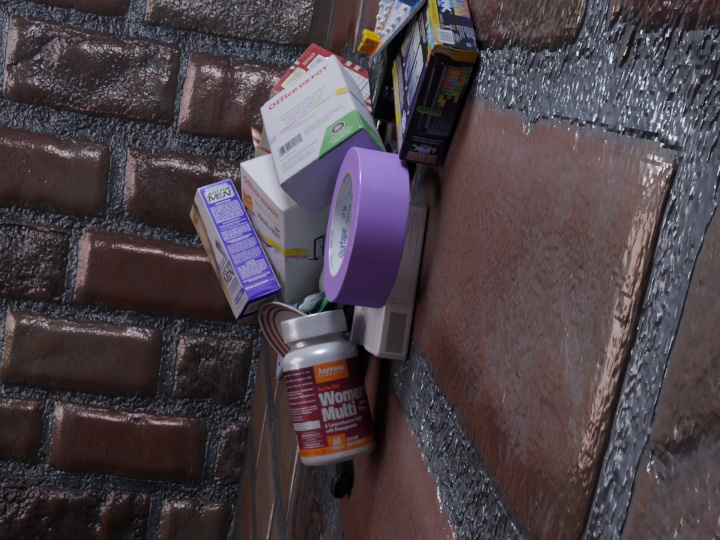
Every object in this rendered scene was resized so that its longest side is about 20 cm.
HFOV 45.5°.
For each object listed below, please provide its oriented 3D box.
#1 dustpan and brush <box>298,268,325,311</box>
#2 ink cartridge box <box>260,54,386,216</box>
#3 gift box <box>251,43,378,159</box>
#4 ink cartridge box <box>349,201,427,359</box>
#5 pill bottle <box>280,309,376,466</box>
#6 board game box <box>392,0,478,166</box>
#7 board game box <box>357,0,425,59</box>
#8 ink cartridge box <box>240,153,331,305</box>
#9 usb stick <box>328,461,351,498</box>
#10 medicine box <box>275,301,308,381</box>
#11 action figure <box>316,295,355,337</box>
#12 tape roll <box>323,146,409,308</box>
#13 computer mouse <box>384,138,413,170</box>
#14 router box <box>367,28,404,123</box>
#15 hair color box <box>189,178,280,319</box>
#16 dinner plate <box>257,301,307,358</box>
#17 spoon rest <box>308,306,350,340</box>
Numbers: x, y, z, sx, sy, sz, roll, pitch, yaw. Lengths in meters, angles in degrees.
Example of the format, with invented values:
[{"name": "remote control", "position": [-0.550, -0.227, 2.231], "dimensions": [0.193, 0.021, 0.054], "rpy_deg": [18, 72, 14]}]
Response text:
[{"name": "dustpan and brush", "position": [-0.036, 0.021, 1.340], "dimensions": [0.057, 0.200, 0.140], "rpy_deg": [37, 127, 31]}, {"name": "ink cartridge box", "position": [-0.056, -0.201, 1.260], "dimensions": [0.145, 0.084, 0.200], "rpy_deg": [-33, 43, 14]}, {"name": "gift box", "position": [-0.076, -0.258, 1.482], "dimensions": [0.185, 0.199, 0.187], "rpy_deg": [-52, -11, -40]}, {"name": "ink cartridge box", "position": [0.036, 0.011, 1.168], "dimensions": [0.176, 0.044, 0.201], "rpy_deg": [-174, 92, -79]}, {"name": "pill bottle", "position": [-0.048, 0.161, 1.193], "dimensions": [0.110, 0.109, 0.201], "rpy_deg": [149, 110, -77]}, {"name": "board game box", "position": [0.087, -0.257, 1.064], "dimensions": [0.201, 0.056, 0.166], "rpy_deg": [-91, 12, -44]}, {"name": "board game box", "position": [0.056, -0.401, 1.114], "dimensions": [0.200, 0.026, 0.201], "rpy_deg": [158, 126, -71]}, {"name": "ink cartridge box", "position": [-0.096, -0.078, 1.380], "dimensions": [0.147, 0.144, 0.201], "rpy_deg": [47, 147, 37]}, {"name": "usb stick", "position": [-0.039, 0.285, 1.406], "dimensions": [0.200, 0.032, 0.056], "rpy_deg": [-99, 21, -58]}, {"name": "medicine box", "position": [-0.094, 0.107, 1.655], "dimensions": [0.200, 0.102, 0.183], "rpy_deg": [123, 153, -65]}, {"name": "action figure", "position": [0.000, 0.000, 1.295], "dimensions": [0.118, 0.055, 0.201], "rpy_deg": [23, -92, -63]}, {"name": "tape roll", "position": [0.004, -0.054, 1.105], "dimensions": [0.200, 0.065, 0.201], "rpy_deg": [-172, 90, -77]}, {"name": "computer mouse", "position": [0.052, -0.155, 1.270], "dimensions": [0.200, 0.034, 0.059], "rpy_deg": [156, 101, -84]}, {"name": "router box", "position": [0.062, -0.336, 1.242], "dimensions": [0.150, 0.062, 0.201], "rpy_deg": [-95, 16, -48]}, {"name": "hair color box", "position": [-0.206, -0.033, 1.390], "dimensions": [0.201, 0.065, 0.109], "rpy_deg": [65, 156, 12]}, {"name": "dinner plate", "position": [-0.083, 0.121, 1.383], "dimensions": [0.024, 0.200, 0.200], "rpy_deg": [-46, -9, -29]}, {"name": "spoon rest", "position": [-0.041, 0.103, 1.445], "dimensions": [0.061, 0.099, 0.201], "rpy_deg": [-9, 88, 58]}]
